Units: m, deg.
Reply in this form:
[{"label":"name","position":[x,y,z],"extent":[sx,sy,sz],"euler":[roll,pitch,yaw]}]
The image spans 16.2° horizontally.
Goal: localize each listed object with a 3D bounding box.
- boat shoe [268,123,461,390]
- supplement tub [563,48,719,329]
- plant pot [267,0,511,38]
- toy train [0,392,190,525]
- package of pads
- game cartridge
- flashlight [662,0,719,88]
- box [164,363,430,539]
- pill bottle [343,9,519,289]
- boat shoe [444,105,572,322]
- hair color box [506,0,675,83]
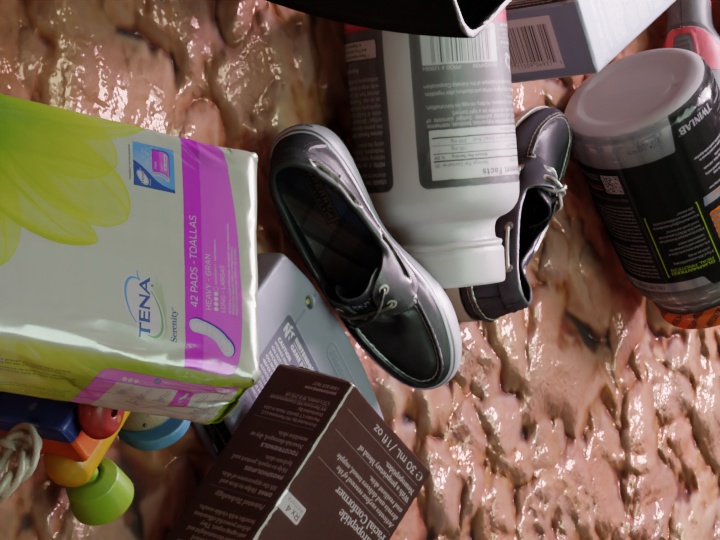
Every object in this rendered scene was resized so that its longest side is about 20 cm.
[{"label":"boat shoe","position":[0.000,0.000,1.620],"extent":[0.200,0.070,0.066],"euler":[63,21,-17]},{"label":"supplement tub","position":[0.243,-0.060,1.952],"extent":[0.123,0.122,0.200],"euler":[-55,131,-41]},{"label":"plant pot","position":[0.008,-0.268,1.587],"extent":[0.200,0.177,0.201],"euler":[-47,126,-46]},{"label":"toy train","position":[-0.162,0.101,1.410],"extent":[0.200,0.084,0.116],"euler":[-61,147,-37]},{"label":"package of pads","position":[-0.151,-0.005,1.345],"extent":[0.199,0.068,0.155],"euler":[12,58,-24]},{"label":"game cartridge","position":[-0.042,0.095,1.611],"extent":[0.133,0.041,0.200],"euler":[-52,129,-39]},{"label":"flashlight","position":[0.273,-0.225,2.062],"extent":[0.068,0.068,0.201],"euler":[2,80,-17]},{"label":"box","position":[-0.053,0.167,1.518],"extent":[0.200,0.075,0.100],"euler":[-57,131,-19]},{"label":"pill bottle","position":[0.049,-0.089,1.687],"extent":[0.111,0.110,0.201],"euler":[-7,94,-55]},{"label":"boat shoe","position":[0.125,-0.042,1.833],"extent":[0.073,0.063,0.200],"euler":[57,45,-35]},{"label":"hair color box","position":[0.170,-0.207,1.878],"extent":[0.200,0.099,0.061],"euler":[-42,120,-48]}]
